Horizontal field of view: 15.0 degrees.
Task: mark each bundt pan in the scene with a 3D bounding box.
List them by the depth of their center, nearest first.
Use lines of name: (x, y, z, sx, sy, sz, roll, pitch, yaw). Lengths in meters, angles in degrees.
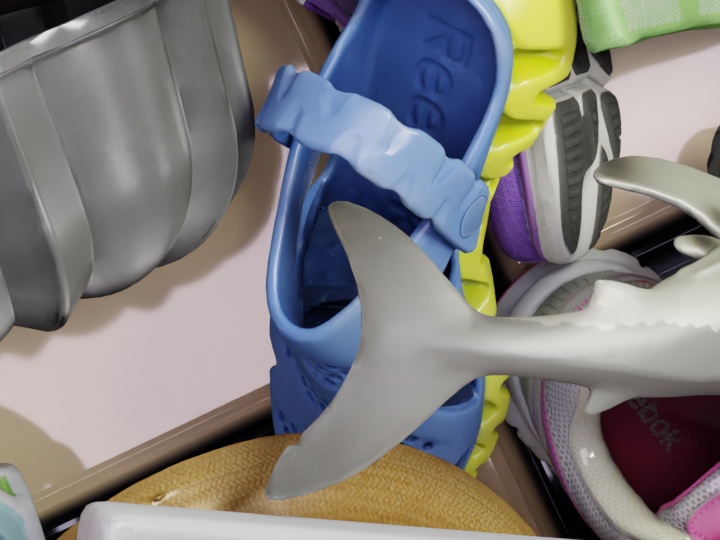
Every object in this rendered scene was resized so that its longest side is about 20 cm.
bundt pan: (-0.116, -0.020, 0.754, 0.201, 0.202, 0.076, -22, 101, 1)

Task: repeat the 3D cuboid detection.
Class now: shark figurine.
shark figurine: (0.087, 0.023, 0.713, 0.128, 0.214, 0.090, 24, 121, 35)

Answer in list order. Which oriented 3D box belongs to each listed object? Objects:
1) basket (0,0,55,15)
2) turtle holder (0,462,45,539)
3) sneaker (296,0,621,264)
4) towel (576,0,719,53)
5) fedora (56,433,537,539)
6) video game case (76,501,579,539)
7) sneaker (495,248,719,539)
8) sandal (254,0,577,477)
basket: (-0.118, -0.124, 0.713, 0.199, 0.180, 0.137, -12, 90, 45)
turtle holder: (-0.148, 0.123, 0.772, 0.131, 0.141, 0.186, -12, 54, -20)
sneaker: (0.014, -0.090, 0.819, 0.083, 0.081, 0.201, -27, 87, 22)
towel: (0.078, -0.166, 0.784, 0.031, 0.149, 0.201, -12, 92, 39)
fedora: (-0.032, 0.133, 0.747, 0.200, 0.082, 0.202, -3, 96, -29)
video game case: (0.007, 0.157, 0.709, 0.199, 0.023, 0.183, 8, 94, -29)
sneaker: (0.112, 0.079, 0.799, 0.081, 0.088, 0.200, -44, 90, 0)
sandal: (0.000, 0.000, 0.771, 0.079, 0.087, 0.201, 22, 125, 25)
